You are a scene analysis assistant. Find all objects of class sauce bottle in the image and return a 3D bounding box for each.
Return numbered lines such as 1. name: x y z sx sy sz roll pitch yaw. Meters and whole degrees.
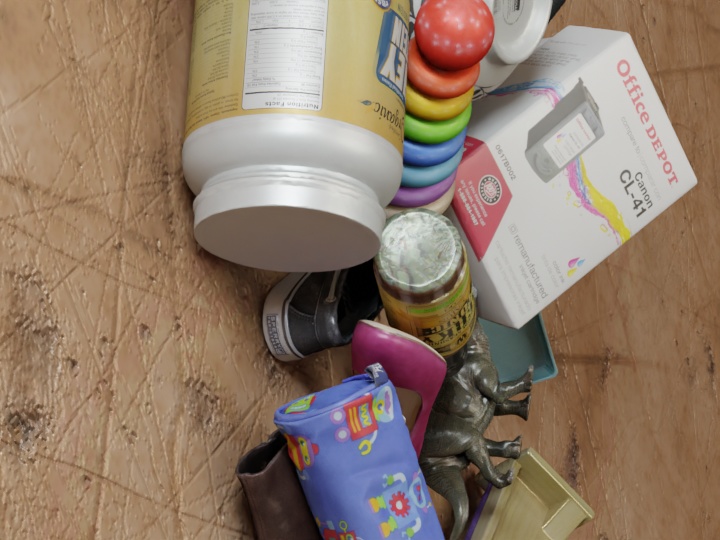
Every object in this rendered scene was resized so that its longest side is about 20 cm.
1. sauce bottle: 0.048 0.022 1.668 0.200 0.064 0.065 70 22 -68

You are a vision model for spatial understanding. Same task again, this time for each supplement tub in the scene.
1. supplement tub: -0.041 -0.113 1.581 0.145 0.144 0.202 33 55 -56

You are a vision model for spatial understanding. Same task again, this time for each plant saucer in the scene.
1. plant saucer: 0.098 0.002 1.917 0.019 0.069 0.201 -108 -179 -72

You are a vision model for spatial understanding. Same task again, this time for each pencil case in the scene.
1. pencil case: 0.014 0.161 1.577 0.087 0.078 0.201 -29 101 -40

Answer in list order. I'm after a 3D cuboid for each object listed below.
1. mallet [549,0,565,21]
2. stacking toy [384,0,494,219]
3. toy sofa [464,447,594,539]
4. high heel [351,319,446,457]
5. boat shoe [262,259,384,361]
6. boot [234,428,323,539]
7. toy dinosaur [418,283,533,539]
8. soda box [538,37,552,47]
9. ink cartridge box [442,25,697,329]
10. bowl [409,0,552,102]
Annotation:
1. mallet: 0.112 -0.166 1.883 0.201 0.041 0.066 -55 154 16
2. stacking toy: 0.044 -0.117 1.666 0.200 0.085 0.086 109 -4 -54
3. toy sofa: 0.099 0.239 1.857 0.083 0.097 0.200 45 40 -15
4. high heel: 0.012 0.099 1.670 0.200 0.067 0.096 86 29 -75
5. boat shoe: 0.000 0.000 1.717 0.200 0.067 0.072 -46 124 -56
6. boot: -0.010 0.174 1.650 0.200 0.072 0.168 -34 116 -56
7. toy dinosaur: 0.074 0.112 1.828 0.077 0.101 0.202 75 27 -75
8. soda box: 0.133 -0.095 1.998 0.064 0.068 0.201 53 40 -44
9. ink cartridge box: 0.140 -0.074 1.854 0.200 0.085 0.148 -37 115 -19
10. bowl: 0.078 -0.199 1.744 0.200 0.094 0.202 -26 122 -51
